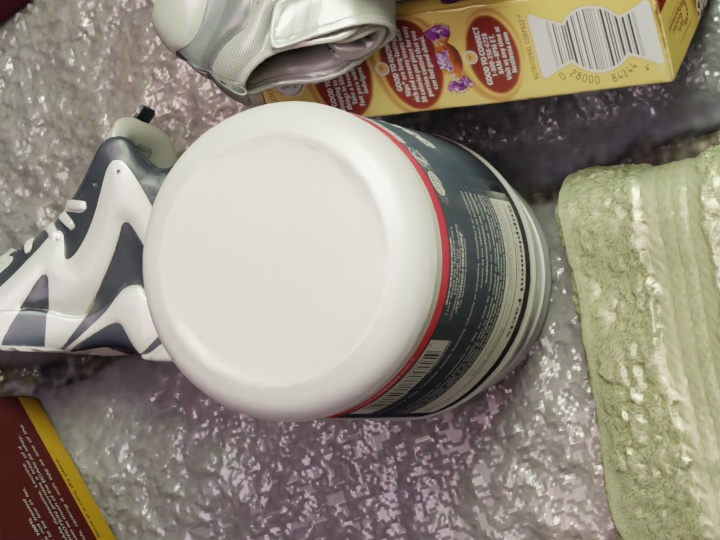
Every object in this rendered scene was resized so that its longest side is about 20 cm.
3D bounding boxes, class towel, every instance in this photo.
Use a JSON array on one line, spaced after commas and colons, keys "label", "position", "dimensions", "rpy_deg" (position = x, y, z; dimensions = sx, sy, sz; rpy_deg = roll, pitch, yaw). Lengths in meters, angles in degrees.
[{"label": "towel", "position": [0.168, 0.041, 1.178], "dimensions": [0.148, 0.036, 0.200], "rpy_deg": [-11, 87, 33]}]

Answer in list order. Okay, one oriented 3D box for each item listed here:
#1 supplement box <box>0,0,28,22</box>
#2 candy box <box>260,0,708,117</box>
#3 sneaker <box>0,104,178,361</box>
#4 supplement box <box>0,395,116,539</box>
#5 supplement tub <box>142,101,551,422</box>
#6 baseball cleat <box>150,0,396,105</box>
[{"label": "supplement box", "position": [-0.277, -0.204, 1.365], "dimensions": [0.110, 0.086, 0.200], "rpy_deg": [-33, 75, 18]}, {"label": "candy box", "position": [0.058, -0.125, 1.202], "dimensions": [0.200, 0.117, 0.057], "rpy_deg": [-7, 117, 22]}, {"label": "sneaker", "position": [-0.141, -0.021, 1.304], "dimensions": [0.199, 0.079, 0.130], "rpy_deg": [3, 87, 22]}, {"label": "supplement box", "position": [-0.214, 0.178, 1.259], "dimensions": [0.133, 0.200, 0.197], "rpy_deg": [-36, 75, 17]}, {"label": "supplement tub", "position": [0.000, 0.000, 1.178], "dimensions": [0.140, 0.200, 0.141], "rpy_deg": [-1, 87, 22]}, {"label": "baseball cleat", "position": [-0.003, -0.159, 1.155], "dimensions": [0.106, 0.070, 0.200], "rpy_deg": [40, 89, 21]}]
